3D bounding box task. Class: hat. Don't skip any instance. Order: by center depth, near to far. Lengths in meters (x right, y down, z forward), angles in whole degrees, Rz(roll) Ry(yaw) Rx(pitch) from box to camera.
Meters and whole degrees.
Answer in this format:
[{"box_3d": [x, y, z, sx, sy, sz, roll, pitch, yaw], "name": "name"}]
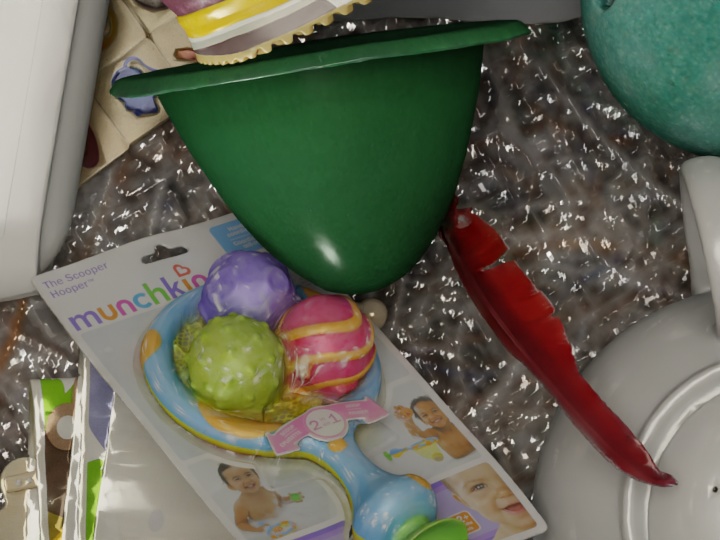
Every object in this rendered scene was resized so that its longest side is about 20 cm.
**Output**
[{"box_3d": [0.000, 0.000, 1.164, 0.165, 0.200, 0.177, -10, 96, -13], "name": "hat"}]

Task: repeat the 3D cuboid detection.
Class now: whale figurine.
[{"box_3d": [0.152, -0.120, 1.132, 0.103, 0.200, 0.160, -1, 72, -22], "name": "whale figurine"}]

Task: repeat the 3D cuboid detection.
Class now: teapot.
[{"box_3d": [0.157, 0.090, 1.155, 0.200, 0.146, 0.198, 34, 86, 6], "name": "teapot"}]

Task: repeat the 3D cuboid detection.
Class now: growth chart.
[{"box_3d": [-0.077, 0.094, 1.212, 0.144, 0.018, 0.201, 14, 85, -11], "name": "growth chart"}]

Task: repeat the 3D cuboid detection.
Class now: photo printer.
[{"box_3d": [-0.188, -0.086, 1.220, 0.166, 0.069, 0.201, 8, 85, 2], "name": "photo printer"}]

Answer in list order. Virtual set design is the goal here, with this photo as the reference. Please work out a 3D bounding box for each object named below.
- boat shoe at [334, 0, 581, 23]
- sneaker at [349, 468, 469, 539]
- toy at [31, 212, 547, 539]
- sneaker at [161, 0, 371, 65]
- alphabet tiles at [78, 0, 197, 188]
[{"box_3d": [0.004, -0.141, 1.230, 0.199, 0.069, 0.057, 6, 53, -1], "name": "boat shoe"}, {"box_3d": [0.003, 0.162, 1.175, 0.066, 0.090, 0.201, 17, 83, -17], "name": "sneaker"}, {"box_3d": [-0.026, 0.039, 1.154, 0.115, 0.047, 0.200, -18, 53, -32], "name": "toy"}, {"box_3d": [0.009, -0.156, 1.092, 0.200, 0.075, 0.090, -30, 106, -5], "name": "sneaker"}, {"box_3d": [-0.118, -0.137, 1.261, 0.200, 0.006, 0.167, -37, 84, -2], "name": "alphabet tiles"}]
